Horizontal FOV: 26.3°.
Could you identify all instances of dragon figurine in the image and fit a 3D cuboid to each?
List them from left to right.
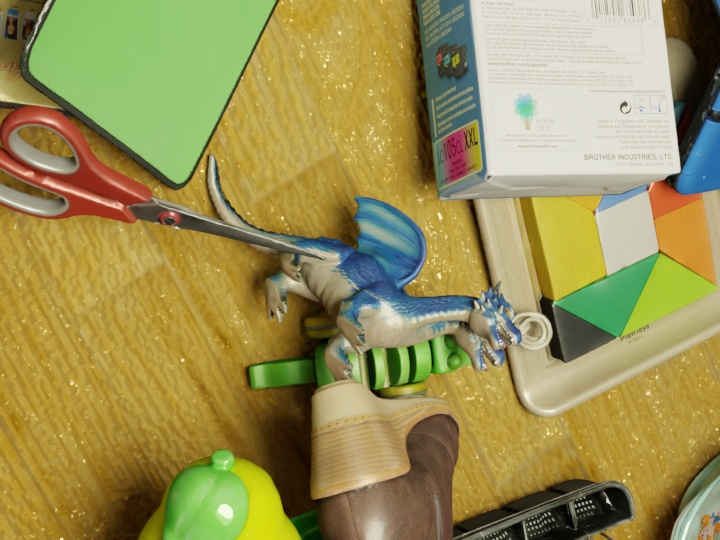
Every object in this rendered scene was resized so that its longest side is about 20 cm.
[{"bbox_3d":[0.000,0.000,0.883,0.099,0.200,0.059,-30,151,-36],"label":"dragon figurine"}]

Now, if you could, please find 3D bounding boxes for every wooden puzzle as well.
[{"bbox_3d":[0.163,-0.028,0.997,0.183,0.037,0.202,-23,107,-22],"label":"wooden puzzle"}]

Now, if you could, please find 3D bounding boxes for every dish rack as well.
[{"bbox_3d":[0.113,0.243,1.001,0.152,0.054,0.203,-16,105,-23],"label":"dish rack"}]

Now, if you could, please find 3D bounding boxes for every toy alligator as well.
[{"bbox_3d":[0.033,0.049,0.918,0.197,0.054,0.060,-8,95,-16],"label":"toy alligator"}]

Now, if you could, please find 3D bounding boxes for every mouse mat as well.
[{"bbox_3d":[-0.095,-0.139,0.796,0.162,0.007,0.200,-64,160,-6],"label":"mouse mat"}]

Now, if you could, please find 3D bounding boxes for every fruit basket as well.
[{"bbox_3d":[-0.068,0.197,0.824,0.213,0.216,0.157,-15,64,-24],"label":"fruit basket"}]

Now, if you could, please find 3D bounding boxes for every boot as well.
[{"bbox_3d":[0.025,0.155,0.861,0.071,0.200,0.169,-18,74,15],"label":"boot"}]

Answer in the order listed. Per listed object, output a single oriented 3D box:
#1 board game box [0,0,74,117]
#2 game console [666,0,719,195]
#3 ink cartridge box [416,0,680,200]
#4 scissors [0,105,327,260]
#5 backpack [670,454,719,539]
[{"bbox_3d":[-0.227,-0.157,0.779,0.198,0.034,0.138,6,90,-27],"label":"board game box"},{"bbox_3d":[0.261,-0.160,1.014,0.198,0.118,0.172,-11,134,-40],"label":"game console"},{"bbox_3d":[0.107,-0.148,0.913,0.135,0.076,0.203,-2,84,-25],"label":"ink cartridge box"},{"bbox_3d":[-0.114,-0.031,0.809,0.199,0.073,0.014,26,43,-32],"label":"scissors"},{"bbox_3d":[0.300,0.193,1.033,0.199,0.150,0.179,-38,110,-24],"label":"backpack"}]
